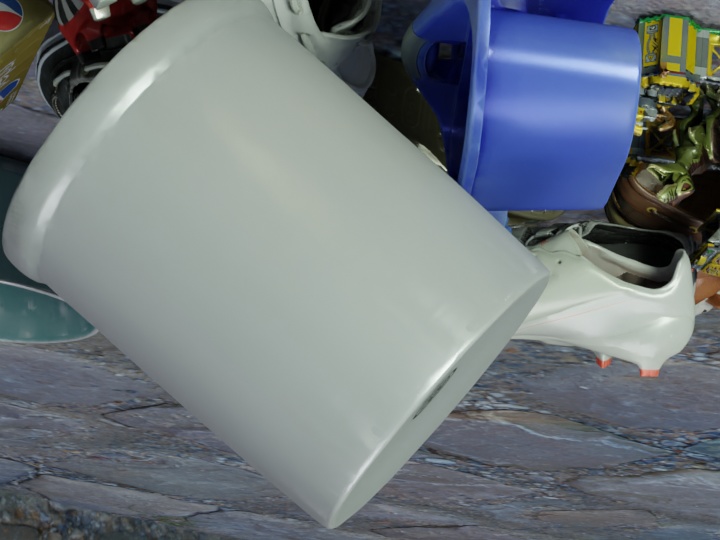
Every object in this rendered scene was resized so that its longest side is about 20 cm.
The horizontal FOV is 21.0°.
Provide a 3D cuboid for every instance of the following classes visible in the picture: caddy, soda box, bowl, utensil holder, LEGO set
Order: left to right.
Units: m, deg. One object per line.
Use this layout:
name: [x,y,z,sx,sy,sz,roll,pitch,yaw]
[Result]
soda box: [-0.222,-0.119,1.059,0.064,0.068,0.200,48,162,-4]
bowl: [-0.285,-0.021,1.434,0.200,0.106,0.201,5,165,1]
utensil holder: [-0.036,-0.004,0.900,0.200,0.170,0.170,41,167,8]
caddy: [0.072,-0.104,0.928,0.104,0.142,0.200,3,164,0]
LEGO set: [0.196,-0.054,1.097,0.153,0.117,0.200,10,164,-12]

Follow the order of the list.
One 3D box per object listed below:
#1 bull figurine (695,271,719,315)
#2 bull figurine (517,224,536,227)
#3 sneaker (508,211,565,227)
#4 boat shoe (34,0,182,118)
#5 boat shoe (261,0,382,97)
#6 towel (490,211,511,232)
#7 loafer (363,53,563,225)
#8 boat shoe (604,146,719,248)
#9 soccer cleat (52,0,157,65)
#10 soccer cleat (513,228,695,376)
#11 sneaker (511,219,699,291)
bull figurine: [0.218,0.000,1.350,0.121,0.065,0.200,-24,163,-16]
bull figurine: [0.075,-0.004,1.404,0.199,0.066,0.121,7,161,-19]
sneaker: [0.039,-0.052,1.262,0.199,0.075,0.087,7,169,1]
boat shoe: [-0.149,-0.110,1.121,0.072,0.071,0.200,11,165,-17]
boat shoe: [-0.022,-0.133,0.987,0.065,0.074,0.200,5,166,22]
towel: [0.000,0.000,1.051,0.144,0.200,0.024,16,124,5]
loafer: [0.036,-0.081,1.162,0.199,0.076,0.067,23,160,-20]
boat shoe: [0.254,-0.039,1.214,0.199,0.072,0.068,8,167,4]
soccer cleat: [-0.115,-0.158,0.903,0.068,0.086,0.200,-19,177,-16]
soccer cleat: [0.096,0.009,1.131,0.199,0.078,0.069,6,-155,6]
sneaker: [0.115,-0.007,1.202,0.199,0.075,0.082,-3,152,-8]
